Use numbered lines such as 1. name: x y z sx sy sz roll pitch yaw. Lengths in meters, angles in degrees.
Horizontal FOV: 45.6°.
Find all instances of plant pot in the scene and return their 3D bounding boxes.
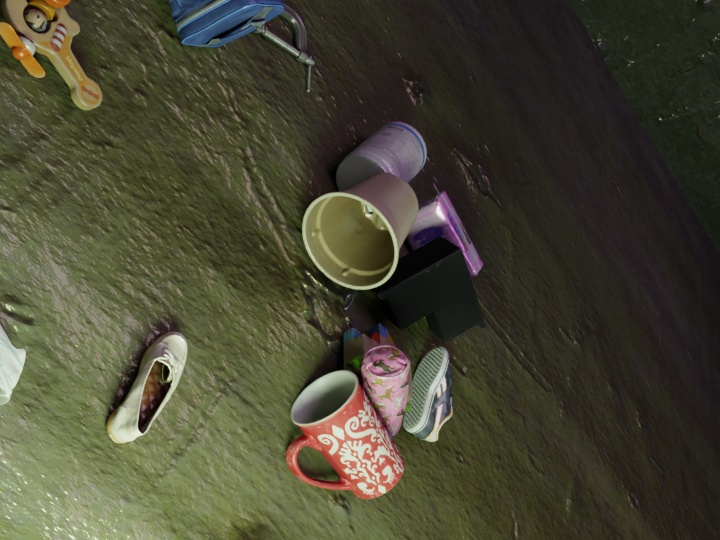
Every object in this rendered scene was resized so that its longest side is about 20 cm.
1. plant pot: 0.017 -0.095 1.653 0.201 0.200 0.184 60 38 -14

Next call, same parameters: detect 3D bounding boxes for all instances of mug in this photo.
1. mug: -0.033 0.304 1.506 0.200 0.177 0.134 57 2 -24

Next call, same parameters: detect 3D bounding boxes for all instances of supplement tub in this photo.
1. supplement tub: 0.047 -0.222 1.808 0.132 0.132 0.200 60 39 -15

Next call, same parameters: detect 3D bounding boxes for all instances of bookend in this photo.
1. bookend: 0.134 0.069 1.775 0.198 0.092 0.201 -29 118 -13

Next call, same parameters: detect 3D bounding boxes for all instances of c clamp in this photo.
1. c clamp: -0.160 -0.484 1.745 0.200 0.027 0.172 30 53 -42

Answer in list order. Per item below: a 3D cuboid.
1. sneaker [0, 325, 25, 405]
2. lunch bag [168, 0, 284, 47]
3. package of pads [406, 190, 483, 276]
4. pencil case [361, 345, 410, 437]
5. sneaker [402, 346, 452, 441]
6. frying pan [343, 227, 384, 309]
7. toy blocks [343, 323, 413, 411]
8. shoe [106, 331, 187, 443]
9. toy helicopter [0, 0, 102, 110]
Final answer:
1. sneaker: -0.492 0.074 1.042 0.201 0.070 0.080 56 29 -29
2. lunch bag: -0.231 -0.473 1.505 0.136 0.199 0.133 -25 97 -59
3. package of pads: 0.175 -0.065 1.912 0.201 0.120 0.076 61 32 -13
4. pencil case: 0.040 0.223 1.557 0.086 0.083 0.201 -35 147 -34
5. sneaker: 0.150 0.258 1.772 0.079 0.078 0.201 40 57 -28
6. frying pan: 0.017 0.001 1.716 0.114 0.031 0.191 6 63 -14
7. toy blocks: 0.034 0.171 1.663 0.200 0.100 0.137 38 36 -36
8. shoe: -0.297 0.167 1.253 0.070 0.053 0.200 49 41 -26
9. toy helicopter: -0.453 -0.323 1.257 0.201 0.079 0.132 60 38 -21
